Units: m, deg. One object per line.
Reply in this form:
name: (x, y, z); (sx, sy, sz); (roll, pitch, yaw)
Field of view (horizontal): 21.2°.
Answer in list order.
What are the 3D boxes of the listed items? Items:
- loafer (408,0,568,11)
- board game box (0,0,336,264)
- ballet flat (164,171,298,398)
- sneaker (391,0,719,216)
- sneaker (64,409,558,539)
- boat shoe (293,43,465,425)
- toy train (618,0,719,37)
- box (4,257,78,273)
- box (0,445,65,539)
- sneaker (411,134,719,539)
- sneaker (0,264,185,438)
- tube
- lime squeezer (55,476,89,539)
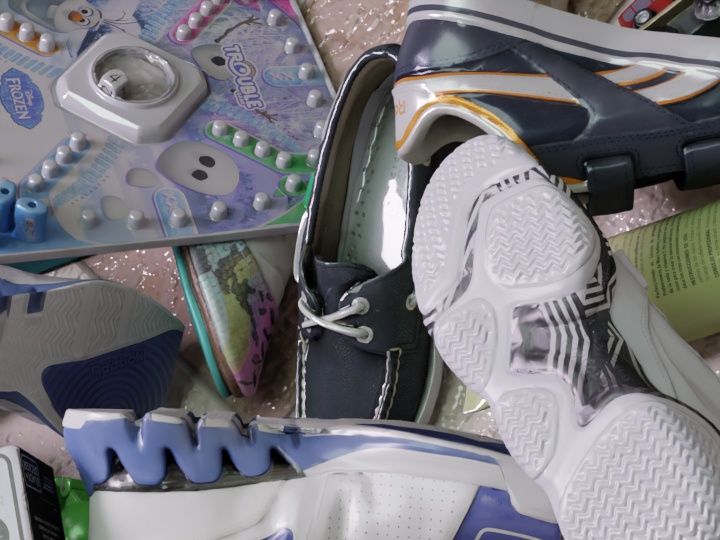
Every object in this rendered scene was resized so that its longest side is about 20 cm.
loafer: (0.066, -0.174, 0.902); (0.076, 0.068, 0.200); (-10, 61, 30)
board game box: (-0.108, -0.093, 0.918); (0.200, 0.026, 0.200); (-7, 50, -20)
ballet flat: (-0.071, -0.027, 0.927); (0.071, 0.069, 0.200); (-23, 51, -9)
sneaker: (0.110, -0.057, 0.783); (0.200, 0.078, 0.079); (13, 81, 11)
sneaker: (-0.022, 0.117, 0.774); (0.199, 0.081, 0.115); (4, 90, 3)
boat shoe: (0.000, 0.000, 0.840); (0.076, 0.060, 0.200); (5, 83, 33)
toy train: (0.137, -0.107, 0.841); (0.200, 0.034, 0.046); (-38, 47, 11)
box: (-0.218, -0.030, 1.030); (0.200, 0.049, 0.082); (-18, 58, 25)
box: (-0.164, 0.180, 0.748); (0.117, 0.060, 0.200); (-14, 75, 1)
sneaker: (0.096, 0.041, 0.729); (0.075, 0.115, 0.200); (-40, 58, 20)
sneaker: (-0.186, 0.022, 0.882); (0.115, 0.199, 0.081); (25, 100, 48)
tube: (0.131, 0.003, 0.782); (0.200, 0.058, 0.052); (-20, 87, 27)
lime squeezer: (-0.145, 0.126, 0.916); (0.200, 0.038, 0.071); (45, 126, 40)
